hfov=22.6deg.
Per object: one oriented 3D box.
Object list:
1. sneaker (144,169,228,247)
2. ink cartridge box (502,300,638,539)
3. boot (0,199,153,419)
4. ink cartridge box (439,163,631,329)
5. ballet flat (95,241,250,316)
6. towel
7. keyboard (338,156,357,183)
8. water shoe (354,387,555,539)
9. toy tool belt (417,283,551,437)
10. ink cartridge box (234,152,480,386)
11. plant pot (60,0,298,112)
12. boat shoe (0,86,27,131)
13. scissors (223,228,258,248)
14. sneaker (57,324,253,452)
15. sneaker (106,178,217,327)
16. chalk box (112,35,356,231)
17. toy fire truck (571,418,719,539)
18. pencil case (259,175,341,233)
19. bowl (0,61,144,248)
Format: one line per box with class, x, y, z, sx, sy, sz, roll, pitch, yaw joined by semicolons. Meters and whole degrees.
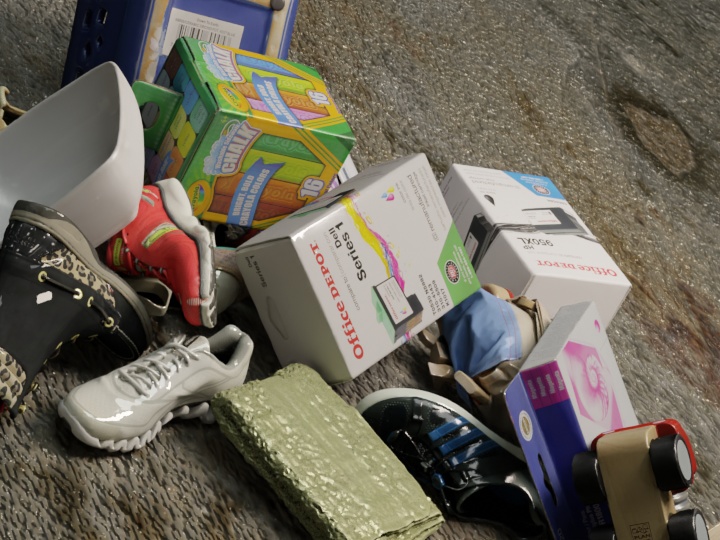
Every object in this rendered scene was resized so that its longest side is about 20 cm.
sneaker;-0.172;-0.053;1.751;0.087;0.076;0.200;34;27;-22
ink cartridge box;0.204;0.153;1.626;0.197;0.043;0.200;69;26;-14
boot;-0.255;0.057;1.466;0.073;0.204;0.154;11;62;29
ink cartridge box;0.181;-0.020;1.969;0.144;0.085;0.200;6;36;-34
ballet flat;-0.170;0.017;1.633;0.199;0.068;0.067;2;41;-22
towel;-0.028;0.165;1.517;0.200;0.037;0.148;47;29;16
keyboard;-0.014;-0.097;1.879;0.201;0.011;0.056;65;19;-4
water shoe;0.083;0.170;1.587;0.199;0.072;0.079;25;30;-5
toy tool belt;0.117;0.067;1.734;0.122;0.125;0.200;21;27;-30
ink cartridge box;0.000;0.000;1.660;0.200;0.084;0.146;-33;104;-41
plant pot;-0.177;-0.231;1.828;0.199;0.201;0.180;12;6;-24
boat shoe;-0.354;-0.144;1.714;0.199;0.076;0.072;16;30;-20
scissors;-0.061;-0.068;1.777;0.014;0.199;0.074;57;24;-63
sneaker;-0.166;0.092;1.490;0.075;0.081;0.199;43;33;23
sneaker;-0.175;-0.008;1.553;0.084;0.077;0.200;-10;32;-18
chalk box;-0.130;-0.127;1.686;0.199;0.125;0.124;8;36;-33
toy fire truck;0.287;0.214;1.593;0.200;0.128;0.177;-14;89;-67
pencil case;-0.062;-0.095;1.887;0.085;0.084;0.200;-7;30;2
bowl;-0.267;-0.070;1.581;0.075;0.199;0.200;50;15;-31
